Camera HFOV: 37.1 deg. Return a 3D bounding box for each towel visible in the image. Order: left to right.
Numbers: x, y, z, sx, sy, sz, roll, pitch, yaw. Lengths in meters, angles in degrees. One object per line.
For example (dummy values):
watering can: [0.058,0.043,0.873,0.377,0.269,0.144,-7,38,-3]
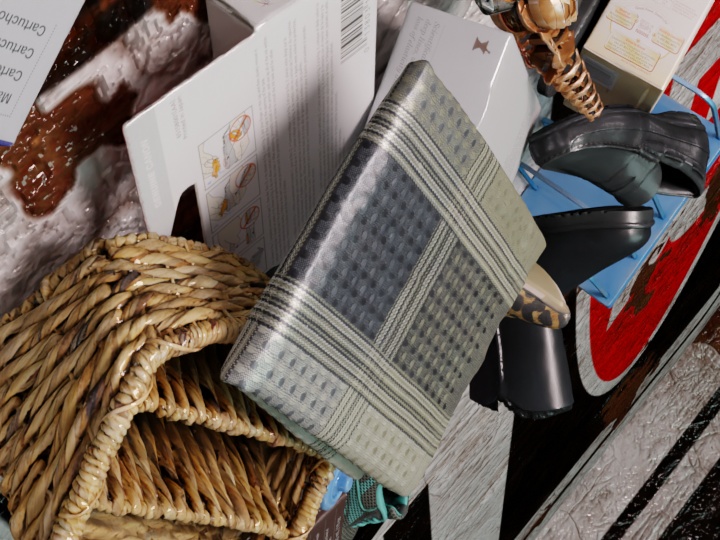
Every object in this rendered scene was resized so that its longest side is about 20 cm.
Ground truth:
towel: [0.022,0.014,0.596,0.195,0.034,0.200,-60,142,-12]

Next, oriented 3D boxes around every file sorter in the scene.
file sorter: [0.230,-0.096,1.009,0.201,0.138,0.122,-54,156,3]

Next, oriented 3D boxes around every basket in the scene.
basket: [-0.083,0.088,0.570,0.142,0.150,0.199,-37,148,13]

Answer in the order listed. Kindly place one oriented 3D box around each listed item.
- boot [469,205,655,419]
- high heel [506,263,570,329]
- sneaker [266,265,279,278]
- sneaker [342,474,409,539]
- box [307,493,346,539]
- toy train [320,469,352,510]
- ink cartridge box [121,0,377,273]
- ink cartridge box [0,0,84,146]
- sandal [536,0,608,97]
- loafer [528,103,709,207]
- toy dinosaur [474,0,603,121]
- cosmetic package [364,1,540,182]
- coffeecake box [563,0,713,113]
boot: [0.168,0.036,0.909,0.076,0.198,0.172,-9,92,-47]
high heel: [0.082,0.050,0.842,0.070,0.199,0.145,9,104,-35]
sneaker: [0.000,0.000,0.759,0.199,0.091,0.079,-31,148,-43]
sneaker: [0.005,0.224,1.067,0.077,0.091,0.202,-31,149,-39]
box: [-0.103,0.264,0.960,0.199,0.075,0.101,-38,153,-29]
toy train: [-0.021,0.085,0.793,0.200,0.085,0.116,-48,149,-54]
ink cartridge box: [-0.062,-0.071,0.601,0.173,0.043,0.202,-40,154,-25]
ink cartridge box: [-0.172,-0.103,0.346,0.202,0.040,0.199,-59,157,12]
sandal: [0.172,-0.229,0.836,0.203,0.047,0.075,-65,167,-7]
loafer: [0.208,-0.086,0.829,0.198,0.072,0.068,-3,168,-41]
toy dinosaur: [0.114,-0.191,0.683,0.136,0.101,0.202,-46,146,-27]
cosmetic package: [0.065,-0.096,0.721,0.103,0.073,0.200,-69,164,0]
coffeecake box: [0.250,-0.227,0.874,0.202,0.072,0.154,-60,171,-4]
